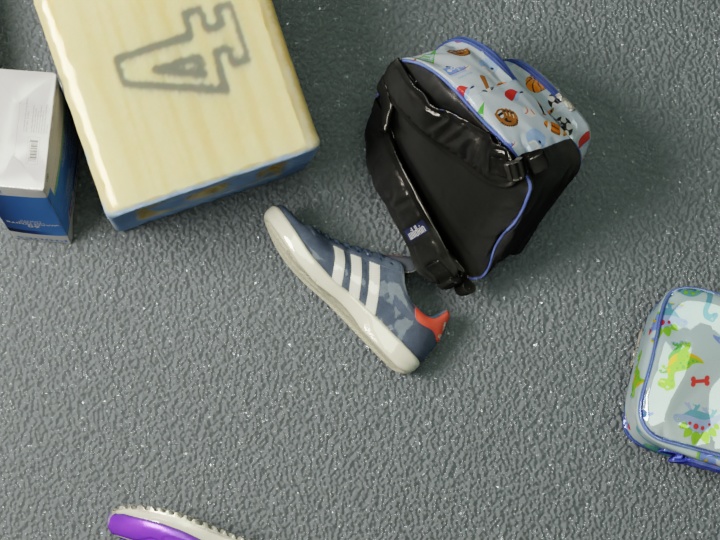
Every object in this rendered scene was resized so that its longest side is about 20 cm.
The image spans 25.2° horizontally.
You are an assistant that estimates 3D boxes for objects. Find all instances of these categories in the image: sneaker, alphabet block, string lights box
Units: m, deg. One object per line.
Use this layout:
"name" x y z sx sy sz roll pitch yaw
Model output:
"sneaker" 0.000 0.000 1.487 0.085 0.075 0.200 -45 94 -9
"alphabet block" -0.162 -0.163 1.434 0.195 0.195 0.201 -19 89 -8
"sneaker" -0.140 0.276 1.423 0.199 0.070 0.100 20 80 2
"string lights box" -0.288 -0.097 1.424 0.059 0.200 0.103 5 78 -3

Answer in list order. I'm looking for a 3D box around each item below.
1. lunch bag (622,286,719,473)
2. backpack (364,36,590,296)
"lunch bag" 0.347 0.111 1.476 0.199 0.082 0.162 15 77 0
"backpack" 0.101 -0.115 1.461 0.191 0.200 0.154 46 49 14
